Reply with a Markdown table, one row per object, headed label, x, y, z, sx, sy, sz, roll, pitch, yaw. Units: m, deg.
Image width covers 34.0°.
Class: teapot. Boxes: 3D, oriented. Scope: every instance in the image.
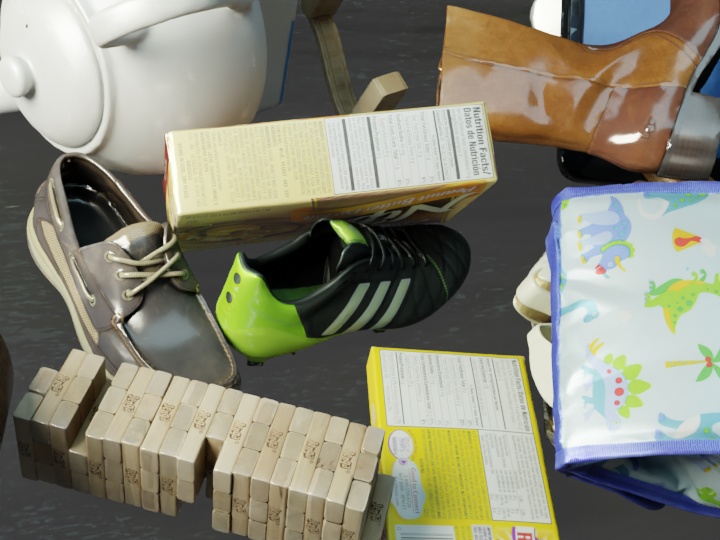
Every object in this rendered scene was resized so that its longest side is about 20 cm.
| label | x | y | z | sx | sy | sz | roll | pitch | yaw |
| --- | --- | --- | --- | --- | --- | --- | --- | --- | --- |
| teapot | -0.163 | -0.144 | 0.759 | 0.197 | 0.202 | 0.145 | 40 | 44 | 24 |

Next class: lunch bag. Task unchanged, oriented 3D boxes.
| label | x | y | z | sx | sy | sz | roll | pitch | yaw |
| --- | --- | --- | --- | --- | --- | --- | --- | --- | --- |
| lunch bag | 0.202 | 0.044 | 0.665 | 0.197 | 0.128 | 0.172 | 8 | 60 | -7 |

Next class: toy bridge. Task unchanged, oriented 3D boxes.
| label | x | y | z | sx | sy | sz | roll | pitch | yaw |
| --- | --- | --- | --- | --- | --- | --- | --- | --- | --- |
| toy bridge | 0.011 | -0.120 | 0.878 | 0.027 | 0.067 | 0.202 | -21 | 75 | -33 |

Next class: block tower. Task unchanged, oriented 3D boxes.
| label | x | y | z | sx | sy | sz | roll | pitch | yaw |
| --- | --- | --- | --- | --- | --- | --- | --- | --- | --- |
| block tower | -0.080 | 0.098 | 0.627 | 0.197 | 0.058 | 0.054 | 14 | 44 | 6 |

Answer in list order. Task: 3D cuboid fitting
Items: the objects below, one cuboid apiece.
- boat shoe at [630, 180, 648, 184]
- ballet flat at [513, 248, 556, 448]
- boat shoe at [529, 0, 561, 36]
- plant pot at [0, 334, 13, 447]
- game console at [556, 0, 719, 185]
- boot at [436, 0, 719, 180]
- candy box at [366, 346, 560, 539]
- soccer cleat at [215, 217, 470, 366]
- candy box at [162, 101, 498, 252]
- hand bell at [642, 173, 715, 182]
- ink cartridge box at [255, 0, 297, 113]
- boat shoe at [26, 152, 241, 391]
| label | x | y | z | sx | sy | sz | roll | pitch | yaw |
| --- | --- | --- | --- | --- | --- | --- | --- | --- | --- |
| boat shoe | 0.194 | 0.022 | 0.798 | 0.071 | 0.060 | 0.202 | 11 | 44 | -6 |
| ballet flat | 0.133 | 0.036 | 0.754 | 0.071 | 0.073 | 0.202 | 6 | 46 | -10 |
| boat shoe | 0.234 | -0.176 | 1.009 | 0.198 | 0.073 | 0.068 | 27 | 14 | 9 |
| plant pot | -0.245 | 0.091 | 0.534 | 0.184 | 0.189 | 0.201 | 19 | 29 | 4 |
| game console | 0.249 | -0.169 | 0.899 | 0.170 | 0.119 | 0.203 | 5 | 82 | -11 |
| boot | 0.156 | -0.156 | 0.842 | 0.197 | 0.069 | 0.191 | 11 | 67 | 6 |
| candy box | 0.059 | 0.129 | 0.676 | 0.101 | 0.027 | 0.202 | 7 | 45 | -11 |
| soccer cleat | 0.000 | 0.000 | 0.745 | 0.198 | 0.082 | 0.068 | -19 | 53 | -34 |
| candy box | -0.024 | -0.057 | 0.750 | 0.197 | 0.115 | 0.056 | -8 | 82 | -12 |
| hand bell | 0.277 | -0.019 | 0.817 | 0.199 | 0.105 | 0.104 | 35 | 46 | 10 |
| ink cartridge box | -0.135 | -0.229 | 0.888 | 0.085 | 0.148 | 0.200 | -24 | 56 | -32 |
| boat shoe | -0.141 | 0.005 | 0.705 | 0.074 | 0.074 | 0.200 | -26 | 58 | -35 |
